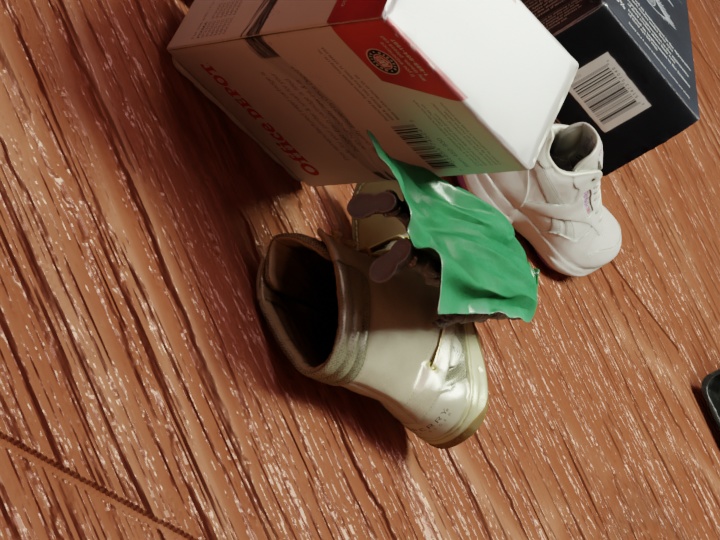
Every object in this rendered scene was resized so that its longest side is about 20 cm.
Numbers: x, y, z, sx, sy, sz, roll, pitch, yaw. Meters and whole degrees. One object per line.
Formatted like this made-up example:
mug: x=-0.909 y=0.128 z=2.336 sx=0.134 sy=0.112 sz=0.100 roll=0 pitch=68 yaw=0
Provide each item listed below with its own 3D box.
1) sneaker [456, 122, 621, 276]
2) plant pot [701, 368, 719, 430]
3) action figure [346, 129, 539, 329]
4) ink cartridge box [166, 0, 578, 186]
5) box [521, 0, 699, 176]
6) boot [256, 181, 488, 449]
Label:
sneaker: x=0.157 y=-0.057 z=1.707 sx=0.200 sy=0.100 sz=0.075 roll=28 pitch=37 yaw=-51
plant pot: x=0.430 y=0.146 z=1.905 sx=0.200 sy=0.200 sz=0.177 roll=67 pitch=15 yaw=15
action figure: x=0.061 y=-0.006 z=1.362 sx=0.200 sy=0.055 sz=0.118 roll=21 pitch=48 yaw=-59
ink cartridge box: x=0.005 y=-0.127 z=1.360 sx=0.147 sy=0.200 sz=0.083 roll=43 pitch=62 yaw=-33
box: x=0.207 y=-0.208 z=1.958 sx=0.148 sy=0.104 sz=0.200 roll=46 pitch=27 yaw=-26
boot: x=0.000 y=0.000 z=1.386 sx=0.155 sy=0.072 sz=0.200 roll=28 pitch=40 yaw=-45
